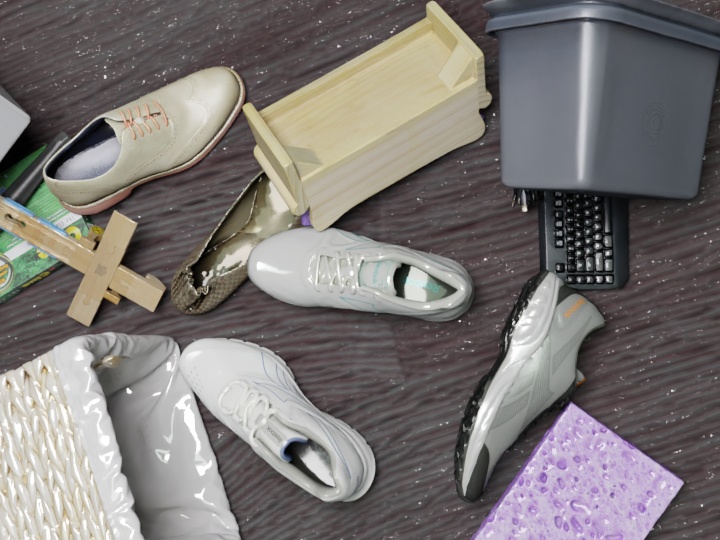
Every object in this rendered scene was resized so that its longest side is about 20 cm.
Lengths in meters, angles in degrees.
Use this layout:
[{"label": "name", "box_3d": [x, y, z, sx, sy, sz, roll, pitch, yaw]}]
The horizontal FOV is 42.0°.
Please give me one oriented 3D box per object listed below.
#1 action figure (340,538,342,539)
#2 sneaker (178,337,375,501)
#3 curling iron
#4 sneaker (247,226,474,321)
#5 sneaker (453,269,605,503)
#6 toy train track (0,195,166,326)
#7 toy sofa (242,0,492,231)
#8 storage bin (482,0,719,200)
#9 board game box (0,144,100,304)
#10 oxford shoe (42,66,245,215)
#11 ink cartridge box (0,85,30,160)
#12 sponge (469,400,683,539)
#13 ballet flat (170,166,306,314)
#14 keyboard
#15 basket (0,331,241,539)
[{"label": "action figure", "box_3d": [-0.069, 0.318, 0.791, 0.199, 0.055, 0.119, -29, 83, 12]}, {"label": "sneaker", "box_3d": [-0.074, 0.122, 0.793, 0.199, 0.087, 0.075, 34, 92, 11]}, {"label": "curling iron", "box_3d": [-0.323, -0.041, 0.853, 0.049, 0.026, 0.201, 33, 85, -13]}, {"label": "sneaker", "box_3d": [0.000, 0.000, 0.789, 0.198, 0.080, 0.071, 7, 87, 3]}, {"label": "sneaker", "box_3d": [0.136, 0.103, 0.773, 0.079, 0.074, 0.202, 27, 90, 1]}, {"label": "toy train track", "box_3d": [-0.263, -0.027, 0.836, 0.199, 0.033, 0.115, 30, 112, -6]}, {"label": "toy sofa", "box_3d": [0.008, -0.129, 0.796, 0.199, 0.098, 0.083, -31, 58, -8]}, {"label": "storage bin", "box_3d": [0.182, -0.126, 0.723, 0.145, 0.198, 0.136, 8, 95, 49]}, {"label": "board game box", "box_3d": [-0.349, -0.022, 0.876, 0.199, 0.023, 0.106, -29, 81, 5]}, {"label": "oxford shoe", "box_3d": [-0.189, -0.120, 0.831, 0.199, 0.074, 0.071, -38, 81, -6]}, {"label": "ink cartridge box", "box_3d": [-0.385, -0.125, 0.808, 0.147, 0.084, 0.200, -53, 44, 0]}, {"label": "sponge", "box_3d": [0.163, 0.221, 0.779, 0.111, 0.030, 0.201, 36, 91, 9]}, {"label": "ballet flat", "box_3d": [-0.097, -0.040, 0.830, 0.067, 0.046, 0.200, 44, 92, 8]}, {"label": "keyboard", "box_3d": [0.177, -0.085, 0.799, 0.103, 0.040, 0.203, -2, 84, 7]}, {"label": "basket", "box_3d": [-0.220, 0.168, 0.754, 0.159, 0.198, 0.202, -20, 83, 8]}]
